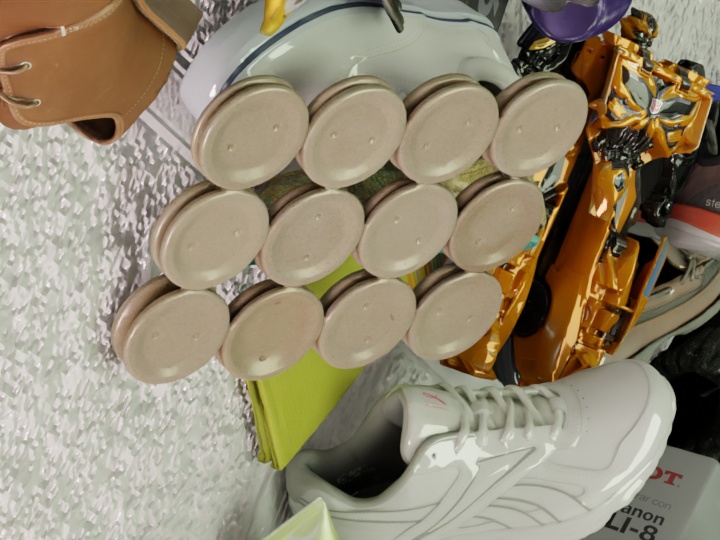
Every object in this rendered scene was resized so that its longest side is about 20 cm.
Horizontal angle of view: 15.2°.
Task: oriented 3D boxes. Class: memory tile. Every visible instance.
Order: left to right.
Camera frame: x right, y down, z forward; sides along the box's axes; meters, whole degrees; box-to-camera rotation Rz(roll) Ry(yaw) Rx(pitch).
[{"bbox_3d":[-0.003,-0.019,1.137,0.199,0.017,0.154,-4,128,-37],"label":"memory tile"}]

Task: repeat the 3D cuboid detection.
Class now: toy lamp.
[{"bbox_3d":[0.112,-0.156,1.308,0.200,0.058,0.058,-59,156,-65],"label":"toy lamp"}]

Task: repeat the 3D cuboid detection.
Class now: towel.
[{"bbox_3d":[0.000,0.000,1.288,0.200,0.018,0.086,-52,143,-38],"label":"towel"}]

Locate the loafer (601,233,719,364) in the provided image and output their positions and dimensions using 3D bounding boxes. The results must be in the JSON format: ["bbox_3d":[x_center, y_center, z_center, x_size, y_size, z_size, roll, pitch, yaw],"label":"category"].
[{"bbox_3d":[0.162,0.007,1.562,0.200,0.072,0.063,-39,131,-46],"label":"loafer"}]

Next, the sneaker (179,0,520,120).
[{"bbox_3d":[0.009,-0.080,1.154,0.200,0.071,0.073,-11,140,-50],"label":"sneaker"}]

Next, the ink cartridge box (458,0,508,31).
[{"bbox_3d":[0.061,-0.206,1.257,0.200,0.047,0.198,24,83,-63],"label":"ink cartridge box"}]

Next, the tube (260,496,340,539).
[{"bbox_3d":[-0.009,0.192,1.296,0.200,0.052,0.058,59,40,-39],"label":"tube"}]

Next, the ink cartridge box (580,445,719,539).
[{"bbox_3d":[0.097,0.196,1.447,0.200,0.145,0.145,-57,150,-33],"label":"ink cartridge box"}]

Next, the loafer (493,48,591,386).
[{"bbox_3d":[0.085,-0.032,1.408,0.072,0.063,0.201,-7,110,-30],"label":"loafer"}]

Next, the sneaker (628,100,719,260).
[{"bbox_3d":[0.187,-0.051,1.464,0.200,0.077,0.082,-152,-100,-72],"label":"sneaker"}]

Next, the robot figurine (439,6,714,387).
[{"bbox_3d":[0.110,-0.034,1.347,0.145,0.058,0.201,20,95,-38],"label":"robot figurine"}]

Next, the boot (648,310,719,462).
[{"bbox_3d":[0.203,0.097,1.645,0.158,0.079,0.212,-45,156,-49],"label":"boot"}]

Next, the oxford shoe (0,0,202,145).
[{"bbox_3d":[-0.117,-0.087,0.941,0.072,0.071,0.200,-66,155,-3],"label":"oxford shoe"}]

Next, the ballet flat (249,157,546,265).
[{"bbox_3d":[0.010,-0.038,1.221,0.200,0.071,0.071,-3,108,-48],"label":"ballet flat"}]

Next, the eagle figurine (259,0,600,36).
[{"bbox_3d":[-0.006,-0.160,1.038,0.200,0.152,0.151,1,136,-45],"label":"eagle figurine"}]

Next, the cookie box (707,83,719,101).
[{"bbox_3d":[0.294,-0.015,1.693,0.075,0.171,0.200,-62,152,-29],"label":"cookie box"}]

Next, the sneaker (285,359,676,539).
[{"bbox_3d":[0.056,0.087,1.289,0.199,0.078,0.100,-26,131,-2],"label":"sneaker"}]
